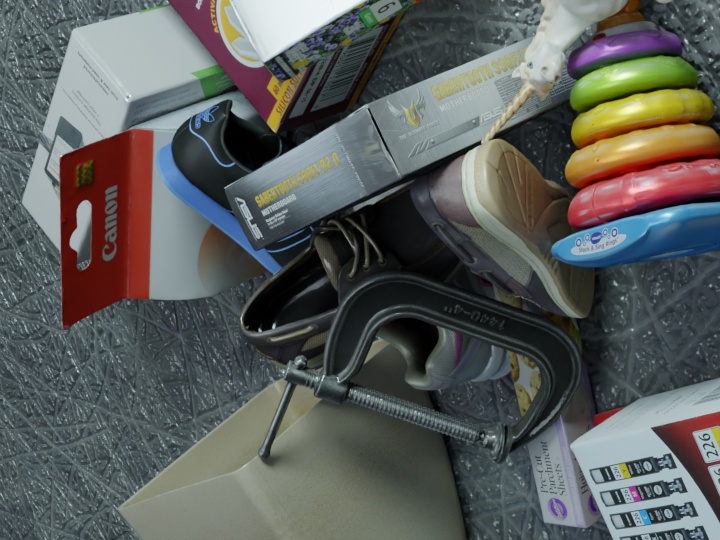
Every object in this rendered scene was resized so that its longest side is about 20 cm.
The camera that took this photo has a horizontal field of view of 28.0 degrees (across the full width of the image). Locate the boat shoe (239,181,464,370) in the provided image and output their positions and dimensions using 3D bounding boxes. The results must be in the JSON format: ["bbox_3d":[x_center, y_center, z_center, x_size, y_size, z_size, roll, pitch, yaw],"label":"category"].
[{"bbox_3d":[0.000,0.000,0.985,0.200,0.073,0.075,-41,61,16],"label":"boat shoe"}]

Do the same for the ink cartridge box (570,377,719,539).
[{"bbox_3d":[0.228,0.180,0.929,0.175,0.084,0.201,-25,90,51],"label":"ink cartridge box"}]

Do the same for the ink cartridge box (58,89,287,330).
[{"bbox_3d":[-0.144,-0.045,1.137,0.050,0.200,0.163,30,129,30],"label":"ink cartridge box"}]

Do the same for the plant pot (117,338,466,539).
[{"bbox_3d":[-0.036,0.193,1.155,0.200,0.200,0.178,-24,100,50],"label":"plant pot"}]

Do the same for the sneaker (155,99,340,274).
[{"bbox_3d":[-0.056,-0.051,1.088,0.200,0.070,0.078,34,128,-28],"label":"sneaker"}]

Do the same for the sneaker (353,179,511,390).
[{"bbox_3d":[0.037,-0.001,1.048,0.081,0.088,0.201,-39,78,49],"label":"sneaker"}]

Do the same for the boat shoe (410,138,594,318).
[{"bbox_3d":[0.095,-0.022,0.910,0.064,0.200,0.072,-5,69,27],"label":"boat shoe"}]

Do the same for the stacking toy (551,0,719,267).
[{"bbox_3d":[0.165,-0.107,0.865,0.116,0.109,0.201,-17,81,56],"label":"stacking toy"}]

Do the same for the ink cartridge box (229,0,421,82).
[{"bbox_3d":[0.003,-0.223,0.952,0.199,0.050,0.109,-29,74,7],"label":"ink cartridge box"}]

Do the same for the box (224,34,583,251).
[{"bbox_3d":[0.033,-0.086,0.924,0.158,0.200,0.049,-25,92,51],"label":"box"}]

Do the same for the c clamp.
[{"bbox_3d":[0.044,0.079,0.989,0.199,0.027,0.172,14,118,-3],"label":"c clamp"}]

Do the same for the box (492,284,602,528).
[{"bbox_3d":[0.136,0.082,1.018,0.041,0.039,0.201,1,109,47],"label":"box"}]

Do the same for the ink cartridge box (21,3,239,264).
[{"bbox_3d":[-0.181,-0.115,1.189,0.084,0.145,0.200,48,137,18],"label":"ink cartridge box"}]

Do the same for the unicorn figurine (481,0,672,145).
[{"bbox_3d":[0.123,-0.180,0.802,0.137,0.073,0.201,-6,90,64],"label":"unicorn figurine"}]

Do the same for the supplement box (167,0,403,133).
[{"bbox_3d":[-0.073,-0.217,1.066,0.200,0.085,0.111,51,137,18],"label":"supplement box"}]
